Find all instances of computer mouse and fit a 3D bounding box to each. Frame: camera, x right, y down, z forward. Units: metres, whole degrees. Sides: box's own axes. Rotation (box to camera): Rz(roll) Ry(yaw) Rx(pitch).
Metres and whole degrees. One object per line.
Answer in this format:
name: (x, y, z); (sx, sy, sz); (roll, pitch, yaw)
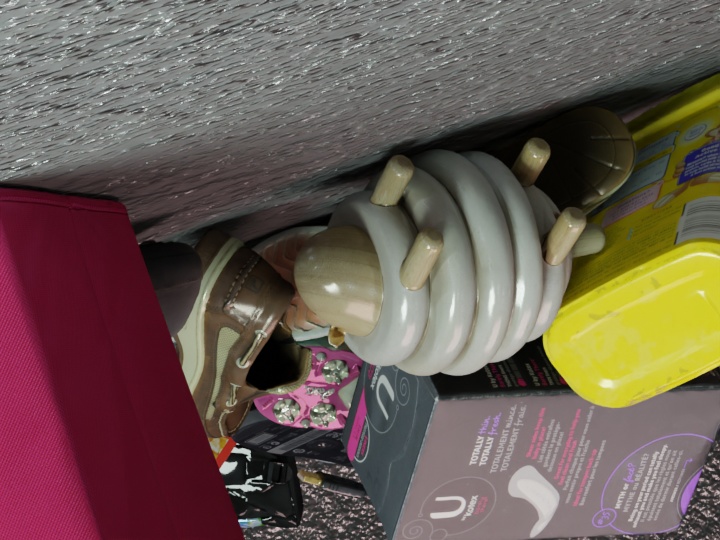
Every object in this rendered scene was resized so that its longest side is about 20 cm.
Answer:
computer mouse: (-0.016, 0.110, 1.796); (0.199, 0.046, 0.140); (12, 155, -30)

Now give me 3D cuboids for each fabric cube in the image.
fabric cube: (-0.182, 0.092, 1.177); (0.196, 0.200, 0.200); (-22, 175, 12)

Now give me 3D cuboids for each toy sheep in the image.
toy sheep: (0.054, -0.007, 1.474); (0.199, 0.138, 0.138); (-4, 169, -26)

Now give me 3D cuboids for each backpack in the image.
backpack: (-0.156, 0.125, 2.005); (0.199, 0.164, 0.154); (-13, -170, -4)

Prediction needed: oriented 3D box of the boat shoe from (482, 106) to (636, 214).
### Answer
boat shoe: (0.075, -0.033, 1.578); (0.199, 0.074, 0.066); (-21, 170, 14)

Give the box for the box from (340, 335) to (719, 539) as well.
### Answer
box: (0.105, 0.087, 1.623); (0.199, 0.106, 0.123); (-1, 127, -23)

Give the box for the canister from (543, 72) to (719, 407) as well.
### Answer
canister: (0.190, -0.020, 1.574); (0.148, 0.087, 0.200); (-28, -159, 30)

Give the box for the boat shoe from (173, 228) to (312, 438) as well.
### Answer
boat shoe: (-0.067, 0.054, 1.546); (0.075, 0.075, 0.202); (-60, 168, -22)

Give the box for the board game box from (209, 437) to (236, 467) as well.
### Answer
board game box: (-0.154, 0.135, 1.783); (0.151, 0.046, 0.200); (-23, -155, 44)

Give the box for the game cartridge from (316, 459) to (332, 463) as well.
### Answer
game cartridge: (0.022, 0.102, 1.990); (0.133, 0.041, 0.200); (-20, -174, -16)

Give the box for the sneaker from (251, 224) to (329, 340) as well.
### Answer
sneaker: (0.000, 0.000, 1.666); (0.199, 0.072, 0.080); (-20, 172, -12)

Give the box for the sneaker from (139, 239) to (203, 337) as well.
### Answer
sneaker: (-0.173, 0.043, 1.399); (0.200, 0.075, 0.106); (-25, 170, 40)

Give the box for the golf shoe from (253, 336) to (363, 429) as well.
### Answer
golf shoe: (0.019, 0.064, 1.704); (0.199, 0.092, 0.075); (15, 116, -23)

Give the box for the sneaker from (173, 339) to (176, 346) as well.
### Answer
sneaker: (-0.187, 0.057, 1.621); (0.199, 0.078, 0.090); (-21, -164, -11)
